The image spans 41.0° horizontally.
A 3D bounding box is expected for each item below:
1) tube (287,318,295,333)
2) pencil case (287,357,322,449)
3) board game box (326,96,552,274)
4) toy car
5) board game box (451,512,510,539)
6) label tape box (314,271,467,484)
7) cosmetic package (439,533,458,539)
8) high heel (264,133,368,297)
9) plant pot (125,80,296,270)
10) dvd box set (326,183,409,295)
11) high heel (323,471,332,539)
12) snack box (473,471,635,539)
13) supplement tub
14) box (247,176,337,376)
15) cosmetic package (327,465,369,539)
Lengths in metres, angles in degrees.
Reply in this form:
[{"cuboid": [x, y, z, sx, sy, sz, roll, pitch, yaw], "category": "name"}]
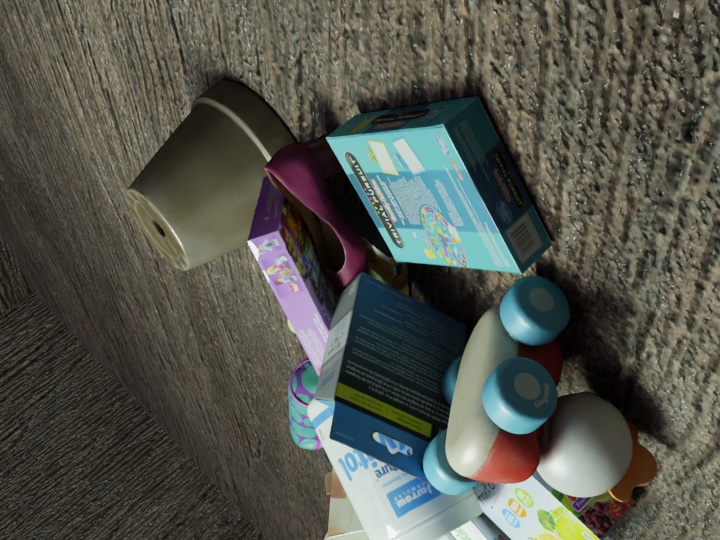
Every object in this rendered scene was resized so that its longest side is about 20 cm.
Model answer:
[{"cuboid": [-0.021, 0.091, 1.318, 0.199, 0.052, 0.058, 21, -176, 42], "category": "tube"}, {"cuboid": [-0.075, 0.220, 1.565, 0.093, 0.085, 0.201, 58, 163, 25], "category": "pencil case"}, {"cuboid": [0.067, -0.077, 0.892, 0.199, 0.047, 0.152, 8, 133, 59], "category": "board game box"}, {"cuboid": [0.188, 0.139, 0.912, 0.198, 0.178, 0.185, 23, 142, -5], "category": "toy car"}, {"cuboid": [0.111, 0.265, 1.203, 0.200, 0.035, 0.126, 47, -162, 11], "category": "board game box"}, {"cuboid": [0.030, 0.122, 1.008, 0.143, 0.201, 0.063, 27, 141, -18], "category": "label tape box"}, {"cuboid": [0.142, 0.346, 1.237, 0.151, 0.052, 0.200, 44, -164, 21], "category": "cosmetic package"}, {"cuboid": [-0.051, -0.041, 1.034, 0.067, 0.096, 0.202, 7, 118, 45], "category": "high heel"}, {"cuboid": [-0.179, -0.099, 1.161, 0.200, 0.173, 0.201, 40, 154, 24], "category": "plant pot"}, {"cuboid": [0.000, 0.000, 1.158, 0.146, 0.029, 0.201, 39, 155, 27], "category": "dvd box set"}, {"cuboid": [-0.032, 0.476, 1.791, 0.096, 0.067, 0.202, 48, -151, -66], "category": "high heel"}, {"cuboid": [0.187, 0.237, 1.076, 0.200, 0.067, 0.169, 43, 152, 22], "category": "snack box"}, {"cuboid": [0.036, 0.212, 1.087, 0.201, 0.131, 0.132, 61, 160, 15], "category": "supplement tub"}, {"cuboid": [-0.061, 0.005, 1.084, 0.137, 0.039, 0.201, -86, -25, -56], "category": "box"}, {"cuboid": [0.021, 0.269, 1.275, 0.087, 0.201, 0.103, -17, 138, 27], "category": "cosmetic package"}]
